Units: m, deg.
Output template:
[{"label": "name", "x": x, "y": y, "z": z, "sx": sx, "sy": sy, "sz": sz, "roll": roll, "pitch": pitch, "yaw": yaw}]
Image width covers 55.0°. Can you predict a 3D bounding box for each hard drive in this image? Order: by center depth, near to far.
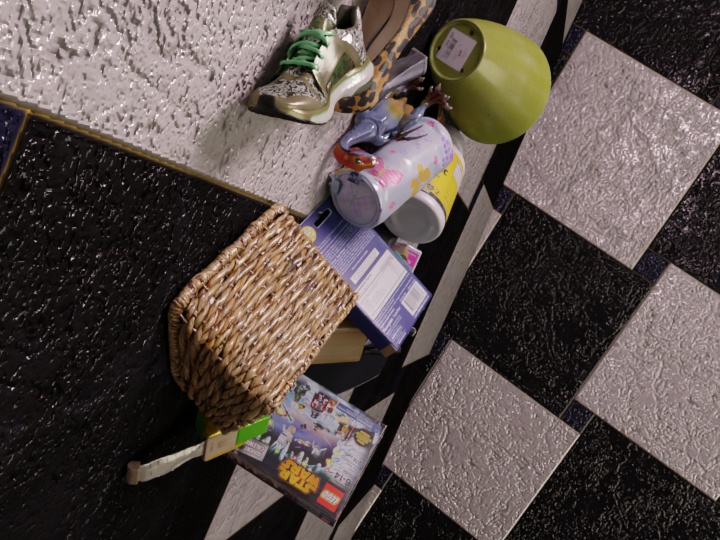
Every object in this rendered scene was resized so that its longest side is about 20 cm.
[{"label": "hard drive", "x": -0.032, "y": 0.138, "z": 1.047, "sx": 0.197, "sy": 0.043, "sz": 0.136, "roll": -14, "pitch": 142, "yaw": -37}]

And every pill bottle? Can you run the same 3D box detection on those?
[{"label": "pill bottle", "x": 0.114, "y": -0.153, "z": 1.167, "sx": 0.113, "sy": 0.109, "sz": 0.202, "roll": 98, "pitch": 14, "yaw": -52}]

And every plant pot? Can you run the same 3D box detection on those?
[{"label": "plant pot", "x": 0.187, "y": -0.317, "z": 1.102, "sx": 0.199, "sy": 0.185, "sz": 0.191, "roll": 6, "pitch": 110, "yaw": -60}]

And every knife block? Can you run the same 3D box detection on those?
[{"label": "knife block", "x": -0.027, "y": 0.086, "z": 0.932, "sx": 0.200, "sy": 0.173, "sz": 0.065, "roll": -45, "pitch": 157, "yaw": -52}]

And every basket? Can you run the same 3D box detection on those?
[{"label": "basket", "x": -0.123, "y": 0.052, "z": 0.755, "sx": 0.142, "sy": 0.149, "sz": 0.201, "roll": -31, "pitch": -164, "yaw": 46}]

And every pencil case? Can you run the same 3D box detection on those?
[{"label": "pencil case", "x": 0.045, "y": -0.136, "z": 0.939, "sx": 0.199, "sy": 0.090, "sz": 0.085, "roll": -39, "pitch": 143, "yaw": -38}]

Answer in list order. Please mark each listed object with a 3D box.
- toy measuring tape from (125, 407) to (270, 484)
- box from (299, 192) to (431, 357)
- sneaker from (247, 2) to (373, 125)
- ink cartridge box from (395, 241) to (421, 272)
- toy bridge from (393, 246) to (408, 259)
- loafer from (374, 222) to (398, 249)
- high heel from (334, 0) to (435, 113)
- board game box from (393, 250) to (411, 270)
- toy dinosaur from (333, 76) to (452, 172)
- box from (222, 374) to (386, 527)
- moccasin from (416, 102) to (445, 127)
[{"label": "toy measuring tape", "x": -0.185, "y": 0.179, "z": 0.786, "sx": 0.197, "sy": 0.073, "sz": 0.075, "roll": -14, "pitch": 132, "yaw": -44}, {"label": "box", "x": 0.000, "y": 0.000, "z": 0.915, "sx": 0.032, "sy": 0.201, "sz": 0.121, "roll": -33, "pitch": -169, "yaw": 45}, {"label": "sneaker", "x": -0.046, "y": -0.197, "z": 0.636, "sx": 0.201, "sy": 0.075, "sz": 0.090, "roll": -55, "pitch": 151, "yaw": -53}, {"label": "ink cartridge box", "x": 0.051, "y": 0.044, "z": 1.355, "sx": 0.119, "sy": 0.041, "sz": 0.204, "roll": -150, "pitch": -98, "yaw": -80}, {"label": "toy bridge", "x": 0.052, "y": -0.032, "z": 1.231, "sx": 0.027, "sy": 0.066, "sz": 0.205, "roll": 45, "pitch": 49, "yaw": -64}, {"label": "loafer", "x": 0.015, "y": -0.025, "z": 1.131, "sx": 0.200, "sy": 0.071, "sz": 0.064, "roll": -48, "pitch": 163, "yaw": -58}, {"label": "high heel", "x": 0.011, "y": -0.270, "z": 0.735, "sx": 0.141, "sy": 0.071, "sz": 0.203, "roll": -33, "pitch": 138, "yaw": -24}, {"label": "board game box", "x": 0.005, "y": 0.077, "z": 1.098, "sx": 0.199, "sy": 0.045, "sz": 0.153, "roll": -39, "pitch": 150, "yaw": -6}, {"label": "toy dinosaur", "x": 0.034, "y": -0.183, "z": 0.901, "sx": 0.181, "sy": 0.105, "sz": 0.200, "roll": -42, "pitch": 171, "yaw": -14}, {"label": "box", "x": -0.083, "y": 0.209, "z": 0.885, "sx": 0.138, "sy": 0.197, "sz": 0.040, "roll": -55, "pitch": 169, "yaw": -32}, {"label": "moccasin", "x": 0.082, "y": -0.195, "z": 1.080, "sx": 0.203, "sy": 0.072, "sz": 0.079, "roll": -54, "pitch": 153, "yaw": -30}]
